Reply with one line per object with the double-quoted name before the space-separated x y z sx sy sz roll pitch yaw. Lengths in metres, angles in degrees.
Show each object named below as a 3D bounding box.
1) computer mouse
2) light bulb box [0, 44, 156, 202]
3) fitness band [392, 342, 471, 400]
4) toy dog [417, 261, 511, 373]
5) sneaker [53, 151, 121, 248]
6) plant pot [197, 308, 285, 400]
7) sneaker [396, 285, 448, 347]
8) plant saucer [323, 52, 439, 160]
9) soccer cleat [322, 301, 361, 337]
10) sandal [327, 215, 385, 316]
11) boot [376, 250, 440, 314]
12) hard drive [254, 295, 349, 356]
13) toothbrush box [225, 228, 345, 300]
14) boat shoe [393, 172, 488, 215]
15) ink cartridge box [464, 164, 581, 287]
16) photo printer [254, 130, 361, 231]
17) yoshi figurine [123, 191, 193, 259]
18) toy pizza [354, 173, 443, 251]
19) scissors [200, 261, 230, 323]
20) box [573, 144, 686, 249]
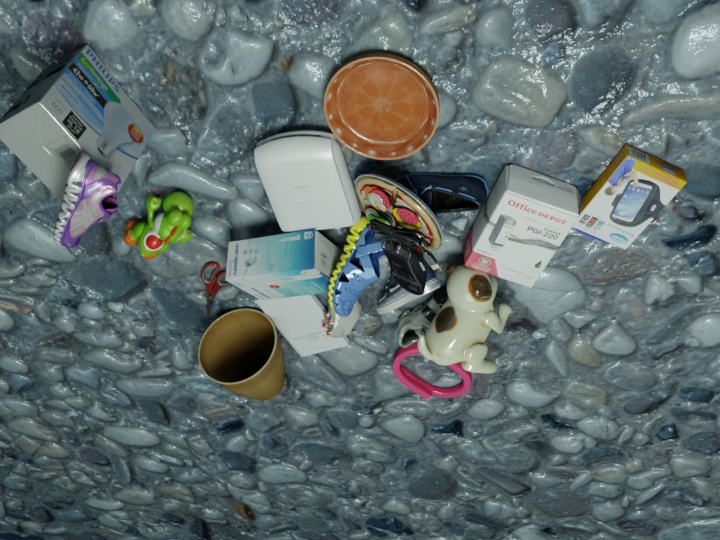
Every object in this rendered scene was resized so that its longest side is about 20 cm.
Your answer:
"computer mouse" 0.102 -0.022 1.409 0.140 0.046 0.200 20 152 42
"light bulb box" -0.493 -0.248 1.343 0.124 0.201 0.199 -18 128 25
"fitness band" 0.165 0.236 1.771 0.200 0.038 0.143 35 131 -21
"toy dog" 0.200 0.080 1.503 0.193 0.140 0.201 4 112 -25
"sneaker" -0.455 -0.103 1.285 0.088 0.081 0.200 19 133 -18
"plant pot" -0.252 0.218 1.771 0.185 0.187 0.200 -1 147 14
"sneaker" 0.154 0.105 1.614 0.074 0.089 0.200 36 129 -19
"plant saucer" 0.037 -0.280 1.309 0.199 0.032 0.201 6 134 6
"soccer cleat" -0.031 0.061 1.638 0.077 0.069 0.201 -7 132 -23
"sandal" 0.000 0.000 1.484 0.087 0.079 0.201 24 102 24
"boot" 0.083 0.023 1.575 0.200 0.073 0.091 -31 85 52
"hard drive" -0.131 0.112 1.728 0.131 0.025 0.200 -16 128 26
"toothbrush box" -0.148 -0.008 1.535 0.199 0.086 0.146 -6 159 22
"boat shoe" 0.129 -0.137 1.397 0.199 0.069 0.084 -7 133 23
"ink cartridge box" 0.294 -0.079 1.407 0.145 0.085 0.201 18 133 -5
"photo printer" -0.100 -0.168 1.421 0.165 0.070 0.201 -3 132 16
"yoshi figurine" -0.398 -0.099 1.560 0.199 0.112 0.113 -20 87 46
"toy pizza" 0.065 -0.098 1.399 0.200 0.032 0.200 35 162 13
"scissors" -0.343 0.051 1.730 0.073 0.014 0.200 24 135 -14
"box" 0.465 -0.119 1.360 0.118 0.042 0.200 21 132 -8
